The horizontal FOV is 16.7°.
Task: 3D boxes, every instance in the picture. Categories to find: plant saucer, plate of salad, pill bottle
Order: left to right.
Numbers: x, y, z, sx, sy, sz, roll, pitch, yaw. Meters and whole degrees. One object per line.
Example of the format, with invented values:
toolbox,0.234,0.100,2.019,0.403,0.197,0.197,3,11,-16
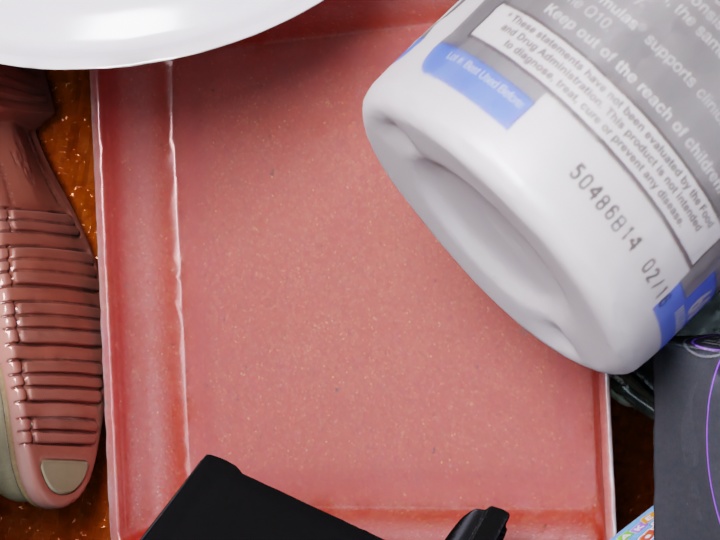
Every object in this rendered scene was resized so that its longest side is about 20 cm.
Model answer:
plate of salad,-0.075,-0.126,0.838,0.199,0.048,0.200,-5,45,5
plant saucer,0.000,0.000,0.832,0.199,0.037,0.201,-3,89,32
pill bottle,0.107,-0.075,0.716,0.200,0.114,0.114,-43,82,-10

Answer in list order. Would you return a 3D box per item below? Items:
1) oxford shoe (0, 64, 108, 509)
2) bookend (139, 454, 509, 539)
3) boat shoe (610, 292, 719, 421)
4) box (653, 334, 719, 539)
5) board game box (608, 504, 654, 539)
oxford shoe,-0.142,-0.008,0.874,0.074,0.071,0.201,-17,75,19
bookend,-0.083,0.138,0.799,0.199,0.092,0.199,23,120,8
boat shoe,0.097,0.007,0.837,0.200,0.064,0.071,40,92,8
box,0.156,0.120,0.695,0.106,0.122,0.201,-2,95,-23
board game box,0.139,0.162,0.778,0.151,0.037,0.200,-35,105,-16
